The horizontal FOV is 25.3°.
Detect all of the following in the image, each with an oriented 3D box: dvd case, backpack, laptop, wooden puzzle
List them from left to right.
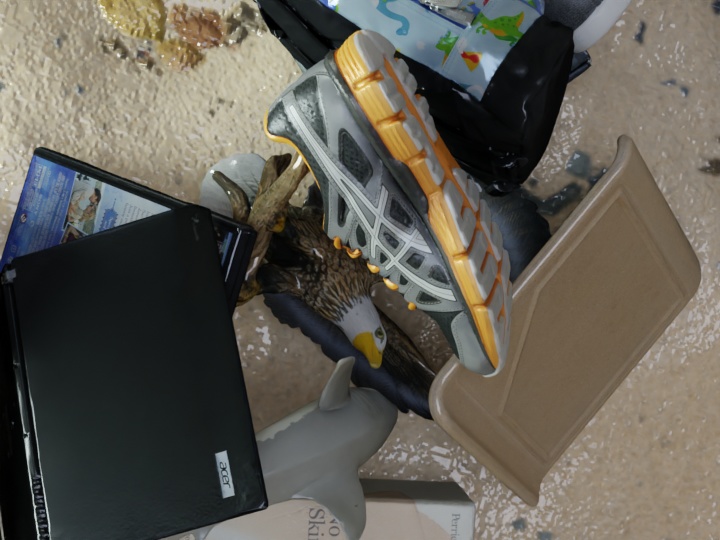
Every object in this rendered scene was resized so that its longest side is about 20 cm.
[{"bbox_3d":[-0.148,0.085,0.907,0.103,0.200,0.178,-1,65,-26],"label":"laptop"},{"bbox_3d":[-0.151,0.017,0.952,0.017,0.199,0.144,14,95,-49],"label":"dvd case"},{"bbox_3d":[0.026,-0.148,0.924,0.199,0.163,0.155,20,86,9],"label":"backpack"},{"bbox_3d":[0.127,0.034,0.982,0.037,0.185,0.200,33,83,33],"label":"wooden puzzle"}]

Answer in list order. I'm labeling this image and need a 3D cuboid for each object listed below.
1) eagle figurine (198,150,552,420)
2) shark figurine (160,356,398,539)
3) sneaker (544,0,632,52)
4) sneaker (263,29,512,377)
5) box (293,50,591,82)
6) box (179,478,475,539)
[{"bbox_3d":[0.001,0.007,0.970,0.199,0.151,0.152,13,70,-39],"label":"eagle figurine"},{"bbox_3d":[-0.045,0.130,0.902,0.214,0.128,0.090,-30,74,-23],"label":"shark figurine"},{"bbox_3d":[0.148,-0.244,0.987,0.112,0.073,0.201,38,70,-14],"label":"sneaker"},{"bbox_3d":[0.021,-0.028,0.860,0.077,0.078,0.201,-24,105,18],"label":"sneaker"},{"bbox_3d":[0.028,-0.171,1.016,0.158,0.046,0.201,-32,95,-3],"label":"box"},{"bbox_3d":[-0.032,0.180,1.009,0.198,0.078,0.096,2,91,-5],"label":"box"}]
